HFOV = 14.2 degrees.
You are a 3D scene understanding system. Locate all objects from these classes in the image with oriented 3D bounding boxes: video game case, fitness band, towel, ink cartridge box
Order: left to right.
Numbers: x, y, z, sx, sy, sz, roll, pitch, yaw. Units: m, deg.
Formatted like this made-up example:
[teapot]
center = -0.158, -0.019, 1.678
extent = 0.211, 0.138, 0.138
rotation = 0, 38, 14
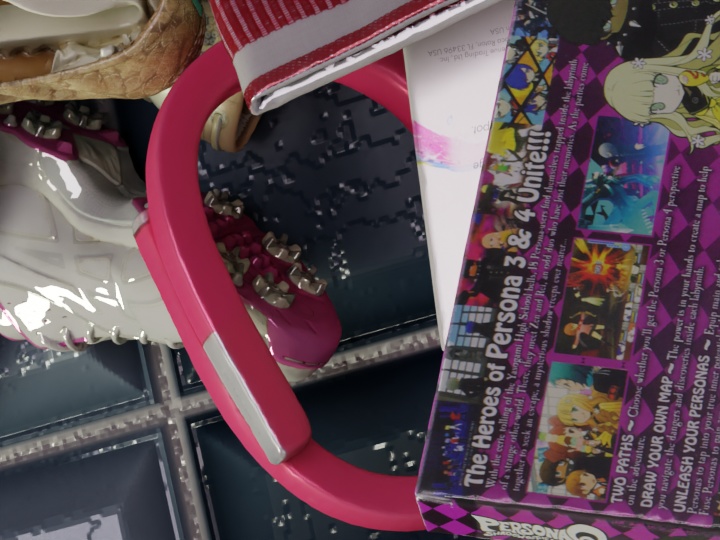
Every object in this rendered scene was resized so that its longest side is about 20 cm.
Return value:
[fitness band]
center = 0.000, 0.000, 1.080
extent = 0.143, 0.037, 0.201
rotation = -24, 81, -25
[towel]
center = 0.000, -0.158, 1.019
extent = 0.143, 0.023, 0.201
rotation = -25, 50, 10
[ink cartridge box]
center = 0.082, -0.033, 1.018
extent = 0.116, 0.067, 0.201
rotation = -8, 82, 10
[video game case]
center = 0.123, -0.002, 0.920
extent = 0.180, 0.036, 0.201
rotation = 6, 64, 12

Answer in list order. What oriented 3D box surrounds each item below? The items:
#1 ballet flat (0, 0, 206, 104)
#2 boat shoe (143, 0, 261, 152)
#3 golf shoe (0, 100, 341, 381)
[ballet flat]
center = -0.156, -0.091, 1.071
extent = 0.199, 0.065, 0.071
rotation = -11, 67, -10
[boat shoe]
center = -0.023, -0.141, 1.126
extent = 0.063, 0.073, 0.200
rotation = 37, 112, 13
[golf shoe]
center = -0.094, 0.002, 1.149
extent = 0.200, 0.075, 0.092
rotation = 33, 108, 28
